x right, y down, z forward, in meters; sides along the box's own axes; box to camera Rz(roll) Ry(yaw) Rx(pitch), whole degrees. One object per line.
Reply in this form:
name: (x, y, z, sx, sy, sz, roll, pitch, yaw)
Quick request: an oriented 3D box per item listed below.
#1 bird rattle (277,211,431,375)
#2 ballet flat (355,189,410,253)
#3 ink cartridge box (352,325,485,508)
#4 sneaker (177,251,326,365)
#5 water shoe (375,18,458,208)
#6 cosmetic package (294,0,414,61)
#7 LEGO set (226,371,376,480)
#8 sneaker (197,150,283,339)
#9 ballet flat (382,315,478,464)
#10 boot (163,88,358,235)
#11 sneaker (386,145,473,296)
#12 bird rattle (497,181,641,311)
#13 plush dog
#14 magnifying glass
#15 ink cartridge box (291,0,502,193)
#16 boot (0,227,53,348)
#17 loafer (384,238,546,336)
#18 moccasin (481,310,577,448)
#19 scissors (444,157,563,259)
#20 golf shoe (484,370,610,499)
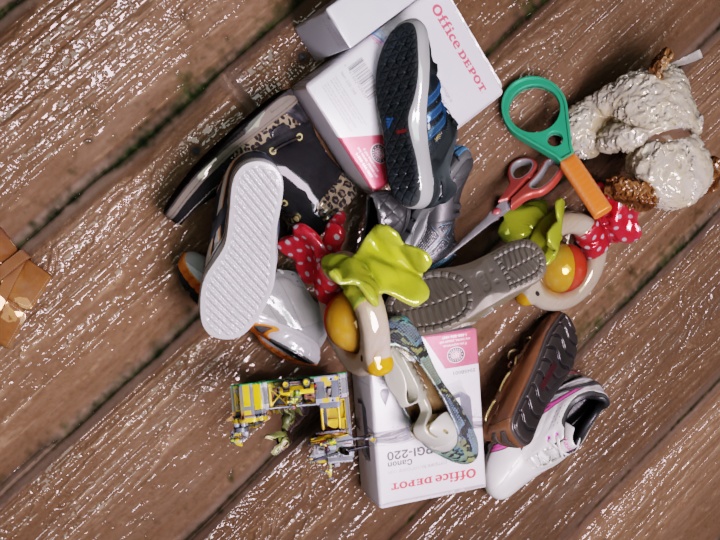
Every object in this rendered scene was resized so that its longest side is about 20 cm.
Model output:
bird rattle: (-0.019, 0.029, 1.006, 0.111, 0.199, 0.166, -14, 101, -32)
ballet flat: (0.000, 0.000, 1.106, 0.056, 0.066, 0.203, 10, 108, -33)
ink cartridge box: (0.069, 0.170, 1.166, 0.143, 0.085, 0.204, -7, 101, -16)
sneaker: (-0.116, 0.025, 1.104, 0.199, 0.075, 0.093, 35, 69, -19)
water shoe: (0.065, -0.171, 1.054, 0.078, 0.071, 0.204, -8, 100, -44)
cosmetic package: (0.032, -0.314, 1.059, 0.199, 0.151, 0.052, -38, 108, -9)
LEGO set: (-0.069, 0.177, 1.055, 0.151, 0.200, 0.118, -5, 84, -8)
sneaker: (-0.124, -0.030, 1.021, 0.077, 0.080, 0.203, 12, 109, -16)
ballet flat: (0.066, 0.149, 1.078, 0.074, 0.074, 0.202, -34, 100, -11)
boot: (-0.109, -0.088, 1.086, 0.200, 0.073, 0.151, -45, 108, -12)
sneaker: (0.086, -0.054, 1.155, 0.081, 0.073, 0.202, 26, 99, -22)
bird rattle: (0.260, -0.030, 1.213, 0.197, 0.112, 0.166, -5, 115, -35)
plush dog: (0.364, -0.156, 1.159, 0.197, 0.161, 0.175, -13, 76, -17)
magnifying glass: (0.239, -0.150, 1.156, 0.079, 0.022, 0.202, -29, 68, 1)
ink cartridge box: (0.042, -0.208, 1.109, 0.199, 0.085, 0.149, -37, 106, -11)
boot: (-0.435, 0.038, 1.003, 0.155, 0.076, 0.202, 38, 78, -22)
loafer: (0.123, 0.029, 1.117, 0.197, 0.068, 0.077, -19, 72, 2)
moccasin: (0.212, 0.133, 1.201, 0.074, 0.077, 0.203, 46, 59, -29)
scissors: (0.176, -0.075, 1.147, 0.200, 0.072, 0.014, -50, 138, -31)
golf shoe: (0.232, 0.213, 1.219, 0.073, 0.092, 0.200, 44, 84, -19)
